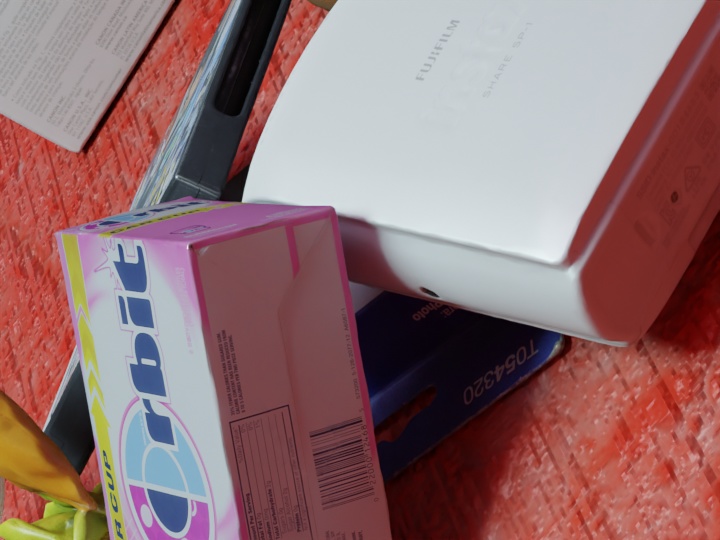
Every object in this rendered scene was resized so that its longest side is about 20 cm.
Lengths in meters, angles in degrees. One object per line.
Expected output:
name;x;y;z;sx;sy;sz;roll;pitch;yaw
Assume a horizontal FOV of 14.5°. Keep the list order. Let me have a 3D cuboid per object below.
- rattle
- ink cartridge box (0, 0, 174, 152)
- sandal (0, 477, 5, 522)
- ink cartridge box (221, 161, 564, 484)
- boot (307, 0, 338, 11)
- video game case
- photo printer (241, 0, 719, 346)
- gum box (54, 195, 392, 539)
rattle;-0.168;0.164;1.221;0.200;0.143;0.130;-47;50;11
ink cartridge box;-0.184;-0.175;1.469;0.163;0.200;0.057;-57;32;4
sandal;-0.199;0.177;1.326;0.079;0.059;0.207;28;99;32
ink cartridge box;0.000;0.000;1.198;0.196;0.043;0.200;-39;35;32
boot;0.031;-0.198;1.201;0.200;0.155;0.074;-58;37;7
video game case;-0.083;-0.033;1.264;0.181;0.025;0.200;-73;9;-45
photo printer;0.054;-0.064;1.085;0.200;0.069;0.167;14;66;45
gum box;-0.048;0.077;1.084;0.113;0.066;0.201;5;107;59
